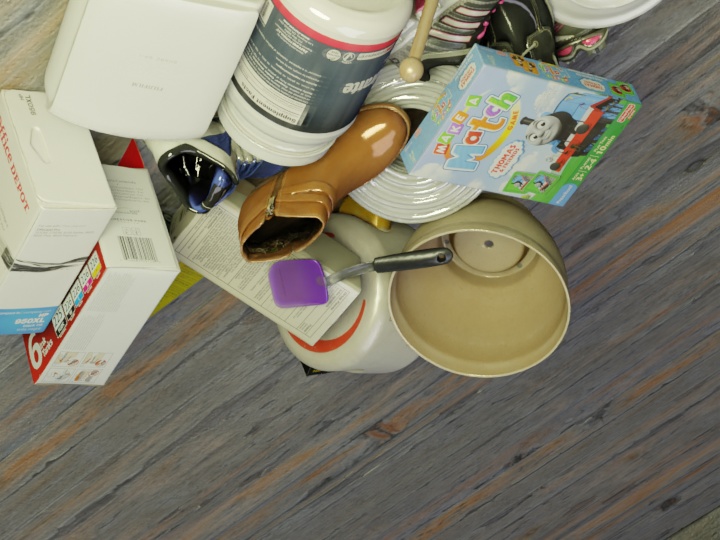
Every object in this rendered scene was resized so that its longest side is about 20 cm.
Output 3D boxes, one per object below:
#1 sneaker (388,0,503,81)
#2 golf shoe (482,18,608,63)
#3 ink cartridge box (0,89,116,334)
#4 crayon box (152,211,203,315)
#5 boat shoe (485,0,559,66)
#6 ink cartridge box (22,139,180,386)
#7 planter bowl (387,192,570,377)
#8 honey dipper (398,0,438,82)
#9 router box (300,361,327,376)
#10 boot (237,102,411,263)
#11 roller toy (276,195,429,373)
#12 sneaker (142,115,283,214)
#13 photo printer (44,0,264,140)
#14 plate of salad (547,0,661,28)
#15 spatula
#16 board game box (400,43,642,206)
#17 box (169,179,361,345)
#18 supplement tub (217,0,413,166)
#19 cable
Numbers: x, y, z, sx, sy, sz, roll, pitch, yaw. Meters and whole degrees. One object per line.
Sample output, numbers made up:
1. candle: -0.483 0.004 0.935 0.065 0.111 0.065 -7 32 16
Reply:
1. sneaker: 0.103 -0.249 1.537 0.199 0.074 0.087 -31 125 24
2. golf shoe: 0.162 -0.244 1.694 0.199 0.078 0.088 -28 126 10
3. ink cartridge box: -0.324 -0.054 1.538 0.084 0.146 0.200 -1 144 -37
4. crayon box: -0.272 0.013 1.785 0.199 0.051 0.127 -35 149 18
5. boat shoe: 0.168 -0.220 1.615 0.071 0.068 0.201 -14 131 8
6. ink cartridge box: -0.278 -0.011 1.619 0.083 0.177 0.200 4 140 -35
7. planter bowl: 0.136 -0.001 1.769 0.198 0.135 0.202 5 127 7
8. honey dipper: 0.068 -0.252 1.470 0.038 0.202 0.038 11 150 7
9. router box: 0.028 0.064 2.095 0.198 0.051 0.150 -9 146 -26
10. boot: -0.038 -0.085 1.578 0.199 0.156 0.077 -25 108 11
11. roller toy: -0.006 0.026 1.864 0.200 0.184 0.139 -41 152 30
12. sneaker: -0.148 -0.106 1.618 0.080 0.116 0.199 -38 149 27
13. photo printer: -0.194 -0.199 1.452 0.165 0.070 0.200 8 140 -23
14. plate of salad: 0.247 -0.336 1.598 0.198 0.048 0.202 -8 128 -11
15. spatula: 0.000 0.000 1.685 0.198 0.021 0.057 -12 115 4
16. board game box: 0.161 -0.141 1.600 0.198 0.037 0.152 10 134 -30
17. box: -0.102 -0.017 1.730 0.199 0.078 0.095 35 114 -20
18. supplement tub: -0.047 -0.209 1.497 0.139 0.141 0.201 -5 146 -31
19. cable: 0.059 -0.145 1.671 0.199 0.069 0.201 -25 116 16
